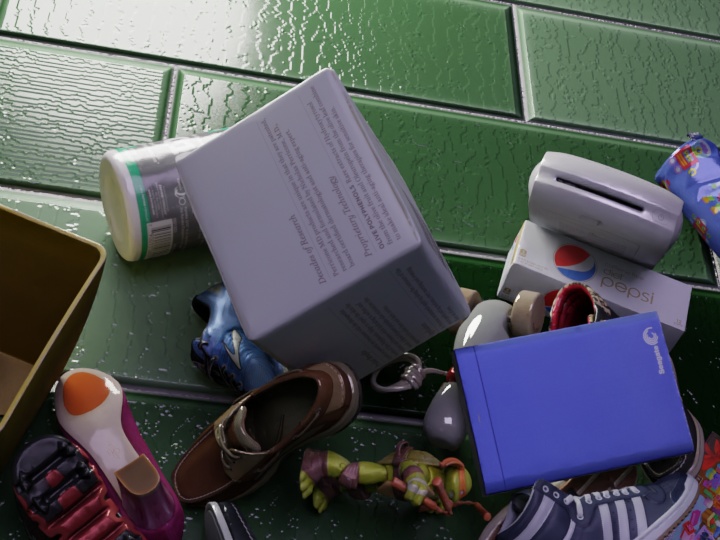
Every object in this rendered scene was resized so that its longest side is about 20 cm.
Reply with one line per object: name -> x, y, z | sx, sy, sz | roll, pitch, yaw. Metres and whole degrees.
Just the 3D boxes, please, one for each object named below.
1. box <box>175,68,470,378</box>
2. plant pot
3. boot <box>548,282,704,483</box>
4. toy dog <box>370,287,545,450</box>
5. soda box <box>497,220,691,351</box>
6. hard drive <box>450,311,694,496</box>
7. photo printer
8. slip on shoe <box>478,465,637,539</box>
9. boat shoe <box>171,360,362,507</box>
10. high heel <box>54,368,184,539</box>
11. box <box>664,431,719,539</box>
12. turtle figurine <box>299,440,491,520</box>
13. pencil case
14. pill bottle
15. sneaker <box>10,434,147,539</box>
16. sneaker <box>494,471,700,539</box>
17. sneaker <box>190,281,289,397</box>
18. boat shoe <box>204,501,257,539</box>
box -> -0.030, -0.027, 1.060 | 0.170, 0.199, 0.202 | -30, 64, 6
plant pot -> -0.349, 0.070, 0.994 | 0.197, 0.177, 0.202 | 21, 51, 2
boot -> 0.257, 0.109, 1.136 | 0.150, 0.073, 0.201 | 40, 29, -23
toy dog -> 0.114, 0.104, 1.151 | 0.131, 0.097, 0.200 | 24, 56, 41
soda box -> 0.254, 0.023, 1.264 | 0.197, 0.064, 0.069 | 21, 51, 3
hard drive -> 0.193, 0.120, 1.062 | 0.196, 0.025, 0.134 | -10, 75, -8
photo printer -> 0.258, -0.063, 1.241 | 0.164, 0.200, 0.070 | 22, 88, 12
slip on shoe -> 0.177, 0.231, 1.087 | 0.199, 0.061, 0.076 | -35, 86, -30
boat shoe -> -0.092, 0.138, 1.007 | 0.074, 0.199, 0.076 | 16, 41, -61
high heel -> -0.221, 0.172, 1.047 | 0.067, 0.097, 0.200 | -24, 42, -17
box -> 0.347, 0.268, 1.116 | 0.136, 0.039, 0.200 | 37, 53, 13
turtle figurine -> 0.030, 0.182, 1.023 | 0.158, 0.200, 0.066 | 0, 77, 13
pencil case -> 0.434, -0.067, 1.369 | 0.086, 0.078, 0.201 | -29, 64, -6
pill bottle -> -0.161, -0.085, 1.204 | 0.197, 0.114, 0.114 | -14, 58, -25
sneaker -> -0.225, 0.231, 0.973 | 0.070, 0.098, 0.202 | -34, 91, -27
sneaker -> 0.206, 0.211, 1.024 | 0.199, 0.070, 0.109 | -33, 78, -25
sneaker -> -0.114, 0.095, 1.114 | 0.088, 0.079, 0.202 | -15, 52, -12
boat shoe -> -0.075, 0.283, 0.976 | 0.060, 0.076, 0.202 | -15, 71, -24
